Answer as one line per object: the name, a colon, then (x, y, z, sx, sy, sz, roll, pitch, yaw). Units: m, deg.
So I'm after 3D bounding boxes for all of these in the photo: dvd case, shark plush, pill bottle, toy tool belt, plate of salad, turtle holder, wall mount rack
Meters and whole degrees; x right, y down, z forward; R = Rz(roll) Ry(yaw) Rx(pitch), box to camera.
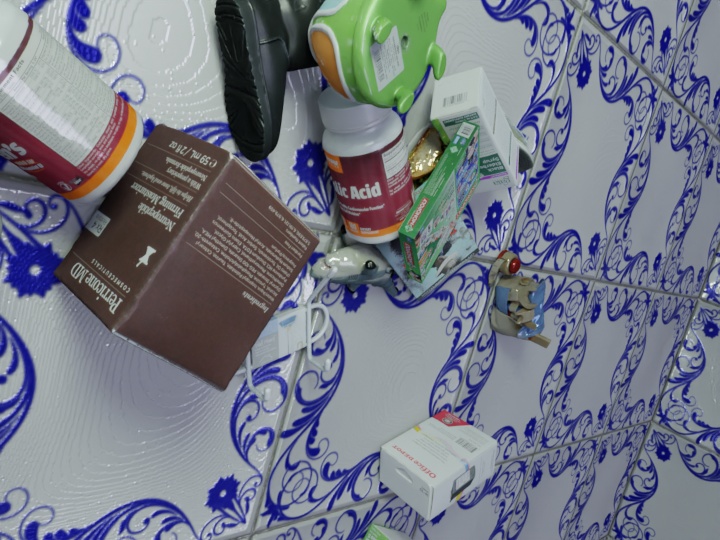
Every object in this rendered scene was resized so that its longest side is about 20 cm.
dvd case: (0.110, -0.048, 1.046, 0.145, 0.022, 0.200, -38, 137, 2)
shark plush: (0.000, 0.000, 0.986, 0.083, 0.091, 0.199, -45, 158, 13)
pill bottle: (0.011, -0.150, 0.862, 0.113, 0.113, 0.204, -37, 131, -27)
toy tool belt: (0.344, 0.062, 1.301, 0.124, 0.122, 0.204, -33, 129, -30)
plate of salad: (0.130, -0.145, 1.038, 0.197, 0.047, 0.205, -22, 123, -39)
pill bottle: (-0.296, -0.156, 0.544, 0.111, 0.108, 0.200, -56, 138, -9)
turtle holder: (0.020, -0.279, 0.710, 0.140, 0.130, 0.190, 31, 82, -55)
wall mount rack: (-0.101, 0.080, 0.885, 0.197, 0.074, 0.178, -20, 122, -40)

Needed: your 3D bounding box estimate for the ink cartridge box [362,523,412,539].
ink cartridge box: (0.035, 0.640, 1.282, 0.145, 0.083, 0.203, 39, 79, -47)

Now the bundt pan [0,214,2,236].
bundt pan: (-0.390, -0.057, 0.489, 0.197, 0.076, 0.206, -15, 129, -19)

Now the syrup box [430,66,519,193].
syrup box: (0.185, -0.213, 0.988, 0.200, 0.077, 0.083, 46, 46, -48)

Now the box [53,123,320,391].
box: (-0.184, -0.016, 0.684, 0.203, 0.164, 0.164, -57, 139, -9)

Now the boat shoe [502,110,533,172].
boat shoe: (0.245, -0.236, 1.098, 0.200, 0.073, 0.066, 29, 60, -41)

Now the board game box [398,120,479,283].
board game box: (0.120, -0.098, 0.922, 0.203, 0.029, 0.135, -59, 158, -19)

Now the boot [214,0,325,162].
boot: (-0.087, -0.249, 0.753, 0.161, 0.072, 0.203, -32, 131, -39)

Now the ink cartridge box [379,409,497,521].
ink cartridge box: (0.152, 0.373, 1.231, 0.197, 0.146, 0.088, -18, 120, -38)
